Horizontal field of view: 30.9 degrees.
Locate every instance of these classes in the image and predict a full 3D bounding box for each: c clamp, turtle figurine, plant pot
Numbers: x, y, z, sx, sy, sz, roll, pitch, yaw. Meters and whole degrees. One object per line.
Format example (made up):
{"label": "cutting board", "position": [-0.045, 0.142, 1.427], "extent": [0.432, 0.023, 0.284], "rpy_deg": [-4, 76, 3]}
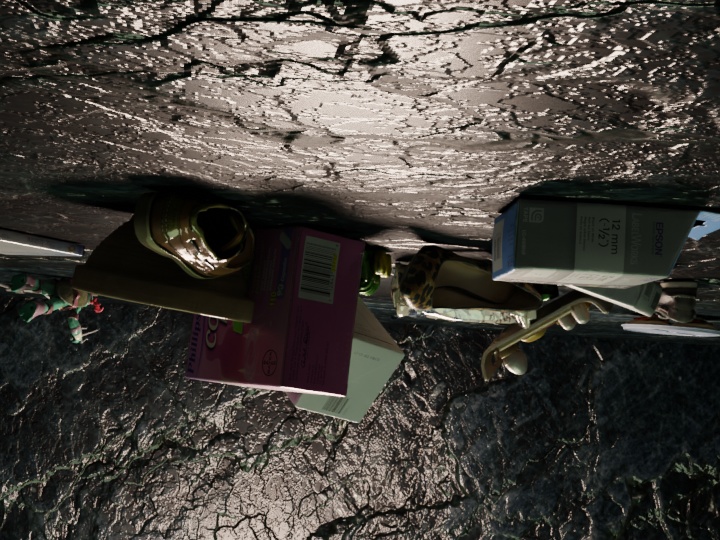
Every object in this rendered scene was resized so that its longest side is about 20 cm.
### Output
{"label": "c clamp", "position": [-0.692, 0.047, 2.896], "extent": [0.197, 0.027, 0.171], "rpy_deg": [3, 175, 10]}
{"label": "turtle figurine", "position": [-0.599, 0.060, 2.598], "extent": [0.150, 0.101, 0.199], "rpy_deg": [48, -163, 28]}
{"label": "plant pot", "position": [-0.206, -0.007, 1.409], "extent": [0.198, 0.094, 0.201], "rpy_deg": [10, 178, 0]}

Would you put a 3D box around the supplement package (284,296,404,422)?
{"label": "supplement package", "position": [-0.056, 0.076, 1.611], "extent": [0.113, 0.110, 0.200], "rpy_deg": [20, -159, -40]}

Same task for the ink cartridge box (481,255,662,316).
{"label": "ink cartridge box", "position": [0.267, 0.001, 1.618], "extent": [0.198, 0.058, 0.162], "rpy_deg": [24, -177, 20]}

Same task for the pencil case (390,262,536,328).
{"label": "pencil case", "position": [0.139, 0.035, 1.764], "extent": [0.197, 0.079, 0.090], "rpy_deg": [4, -150, 4]}

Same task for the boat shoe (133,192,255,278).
{"label": "boat shoe", "position": [-0.143, -0.030, 1.273], "extent": [0.067, 0.073, 0.200], "rpy_deg": [2, 176, 22]}

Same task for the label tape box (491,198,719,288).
{"label": "label tape box", "position": [0.225, -0.019, 1.169], "extent": [0.197, 0.067, 0.143], "rpy_deg": [5, 175, -2]}

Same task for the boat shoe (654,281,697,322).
{"label": "boat shoe", "position": [0.444, 0.050, 1.872], "extent": [0.066, 0.058, 0.200], "rpy_deg": [3, 175, 6]}

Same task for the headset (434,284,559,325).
{"label": "headset", "position": [0.189, 0.031, 1.900], "extent": [0.198, 0.095, 0.123], "rpy_deg": [-16, 167, 26]}

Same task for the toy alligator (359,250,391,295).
{"label": "toy alligator", "position": [0.000, 0.000, 1.627], "extent": [0.059, 0.055, 0.200], "rpy_deg": [2, 175, 11]}

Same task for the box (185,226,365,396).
{"label": "box", "position": [-0.101, 0.047, 1.501], "extent": [0.096, 0.178, 0.199], "rpy_deg": [12, 172, -38]}

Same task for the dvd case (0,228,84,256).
{"label": "dvd case", "position": [-0.490, -0.038, 1.772], "extent": [0.141, 0.018, 0.200], "rpy_deg": [1, 175, 24]}

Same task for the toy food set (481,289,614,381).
{"label": "toy food set", "position": [0.268, 0.087, 1.839], "extent": [0.199, 0.061, 0.143], "rpy_deg": [-30, 180, 19]}

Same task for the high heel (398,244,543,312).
{"label": "high heel", "position": [0.130, 0.023, 1.521], "extent": [0.141, 0.072, 0.200], "rpy_deg": [21, -164, 19]}

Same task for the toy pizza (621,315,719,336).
{"label": "toy pizza", "position": [0.618, 0.107, 2.582], "extent": [0.198, 0.032, 0.200], "rpy_deg": [5, 175, 0]}
